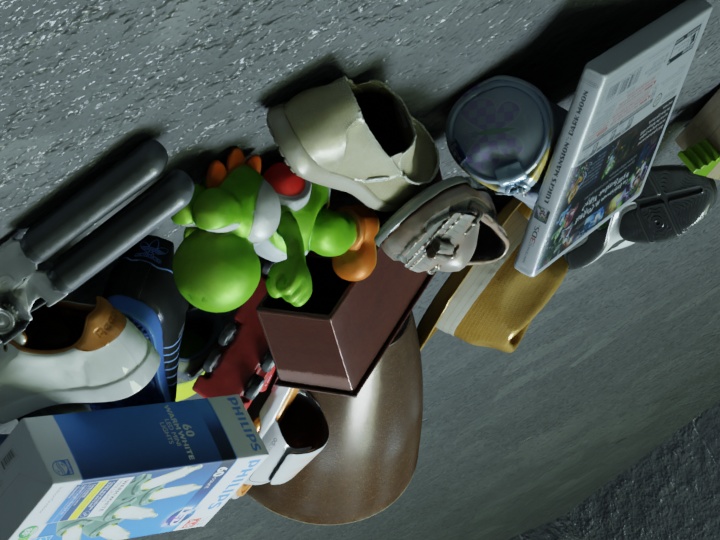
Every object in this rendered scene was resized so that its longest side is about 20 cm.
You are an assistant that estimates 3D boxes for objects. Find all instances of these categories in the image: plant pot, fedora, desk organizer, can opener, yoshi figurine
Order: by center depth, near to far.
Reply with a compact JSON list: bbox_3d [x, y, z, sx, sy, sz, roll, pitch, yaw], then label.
[{"bbox_3d":[-0.193,-0.020,1.481,0.200,0.053,0.067,-35,-163,19],"label":"can opener"},{"bbox_3d":[-0.073,-0.016,1.587,0.112,0.112,0.200,-29,164,26],"label":"yoshi figurine"},{"bbox_3d":[0.000,0.000,1.730,0.200,0.072,0.077,-56,142,-41],"label":"desk organizer"},{"bbox_3d":[-0.022,0.090,1.955,0.187,0.187,0.200,-22,150,-27],"label":"plant pot"},{"bbox_3d":[0.128,0.016,2.008,0.201,0.082,0.201,-53,173,-9],"label":"fedora"}]

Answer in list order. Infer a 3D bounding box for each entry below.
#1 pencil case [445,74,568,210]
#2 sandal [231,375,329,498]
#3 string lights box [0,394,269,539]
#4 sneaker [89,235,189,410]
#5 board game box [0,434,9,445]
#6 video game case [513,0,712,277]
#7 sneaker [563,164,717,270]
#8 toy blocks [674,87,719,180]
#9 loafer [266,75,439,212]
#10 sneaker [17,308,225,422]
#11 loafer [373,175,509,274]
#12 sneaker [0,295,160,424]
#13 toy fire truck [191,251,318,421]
[{"bbox_3d":[0.134,-0.093,1.753,0.083,0.091,0.200,-33,166,13],"label":"pencil case"},{"bbox_3d":[-0.053,0.125,1.846,0.079,0.059,0.207,-54,173,-52],"label":"sandal"},{"bbox_3d":[-0.176,0.148,1.630,0.200,0.059,0.103,-4,145,-44],"label":"string lights box"},{"bbox_3d":[-0.158,0.052,1.659,0.200,0.070,0.078,104,7,-59],"label":"sneaker"},{"bbox_3d":[-0.301,0.159,1.744,0.151,0.037,0.200,0,167,4],"label":"board game box"},{"bbox_3d":[0.195,-0.105,1.732,0.200,0.023,0.182,-35,148,-52],"label":"video game case"},{"bbox_3d":[0.276,-0.068,2.161,0.200,0.076,0.115,-22,-175,43],"label":"sneaker"},{"bbox_3d":[0.388,-0.144,2.100,0.137,0.100,0.200,-50,150,21],"label":"toy blocks"},{"bbox_3d":[0.011,-0.090,1.554,0.068,0.076,0.200,-29,166,23],"label":"loafer"},{"bbox_3d":[-0.189,0.076,1.768,0.200,0.074,0.081,-27,161,-42],"label":"sneaker"},{"bbox_3d":[0.070,-0.029,1.663,0.072,0.063,0.200,-42,174,17],"label":"loafer"},{"bbox_3d":[-0.239,0.054,1.581,0.200,0.085,0.073,-13,-143,29],"label":"sneaker"},{"bbox_3d":[-0.084,0.067,1.826,0.200,0.049,0.141,-59,174,2],"label":"toy fire truck"}]
